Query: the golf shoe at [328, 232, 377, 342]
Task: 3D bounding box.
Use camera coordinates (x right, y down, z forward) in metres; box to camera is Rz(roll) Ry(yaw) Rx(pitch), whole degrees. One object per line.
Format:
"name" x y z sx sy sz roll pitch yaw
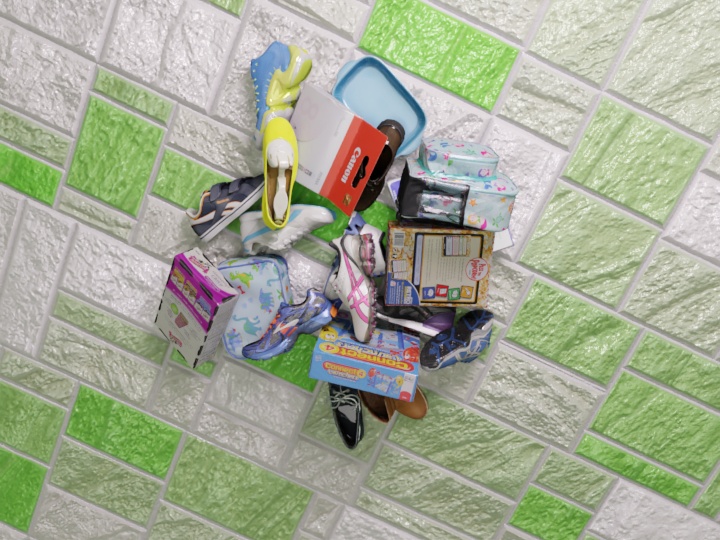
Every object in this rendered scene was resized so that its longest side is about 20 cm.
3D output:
"golf shoe" -0.013 0.033 1.181 0.090 0.073 0.204 -4 96 5

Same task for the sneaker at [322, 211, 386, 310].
"sneaker" 0.000 -0.001 1.238 0.113 0.081 0.203 22 104 1

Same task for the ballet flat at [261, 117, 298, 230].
"ballet flat" -0.144 -0.171 1.140 0.065 0.067 0.204 2 101 -14

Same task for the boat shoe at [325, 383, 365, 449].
"boat shoe" -0.033 0.273 1.323 0.073 0.062 0.204 -4 104 8

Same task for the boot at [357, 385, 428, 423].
"boot" 0.060 0.259 1.260 0.199 0.155 0.074 42 105 -11

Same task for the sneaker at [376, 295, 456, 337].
"sneaker" 0.094 0.065 1.260 0.196 0.076 0.089 18 97 -7

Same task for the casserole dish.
"casserole dish" 0.037 -0.301 1.178 0.121 0.039 0.200 -42 97 14

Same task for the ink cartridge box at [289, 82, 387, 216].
"ink cartridge box" -0.060 -0.219 1.141 0.200 0.056 0.164 45 118 37

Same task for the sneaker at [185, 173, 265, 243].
"sneaker" -0.257 -0.139 1.227 0.199 0.079 0.080 -36 104 14

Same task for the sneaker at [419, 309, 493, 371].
"sneaker" 0.193 0.150 1.219 0.198 0.075 0.078 -26 118 -34

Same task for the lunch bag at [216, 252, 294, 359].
"lunch bag" -0.214 0.071 1.276 0.157 0.083 0.204 -9 104 7

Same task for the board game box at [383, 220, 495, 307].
"board game box" 0.145 -0.010 1.185 0.196 0.046 0.155 2 108 -4

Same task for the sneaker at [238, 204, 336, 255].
"sneaker" -0.138 -0.080 1.225 0.196 0.076 0.083 -8 84 17

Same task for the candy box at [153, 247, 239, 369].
"candy box" -0.323 0.076 1.241 0.136 0.061 0.201 45 129 16

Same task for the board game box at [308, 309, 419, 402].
"board game box" 0.014 0.156 1.217 0.196 0.196 0.057 13 110 1

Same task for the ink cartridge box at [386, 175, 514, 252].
"ink cartridge box" 0.171 -0.110 1.213 0.196 0.043 0.201 -18 103 10

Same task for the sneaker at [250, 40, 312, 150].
"sneaker" -0.168 -0.331 1.182 0.104 0.076 0.202 35 106 15

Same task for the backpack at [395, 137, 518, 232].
"backpack" 0.171 -0.144 1.093 0.196 0.178 0.153 15 111 -4

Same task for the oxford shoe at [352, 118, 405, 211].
"oxford shoe" 0.014 -0.178 1.165 0.072 0.085 0.202 24 134 0

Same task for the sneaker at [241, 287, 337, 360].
"sneaker" -0.143 0.102 1.209 0.198 0.075 0.079 -32 98 -6
